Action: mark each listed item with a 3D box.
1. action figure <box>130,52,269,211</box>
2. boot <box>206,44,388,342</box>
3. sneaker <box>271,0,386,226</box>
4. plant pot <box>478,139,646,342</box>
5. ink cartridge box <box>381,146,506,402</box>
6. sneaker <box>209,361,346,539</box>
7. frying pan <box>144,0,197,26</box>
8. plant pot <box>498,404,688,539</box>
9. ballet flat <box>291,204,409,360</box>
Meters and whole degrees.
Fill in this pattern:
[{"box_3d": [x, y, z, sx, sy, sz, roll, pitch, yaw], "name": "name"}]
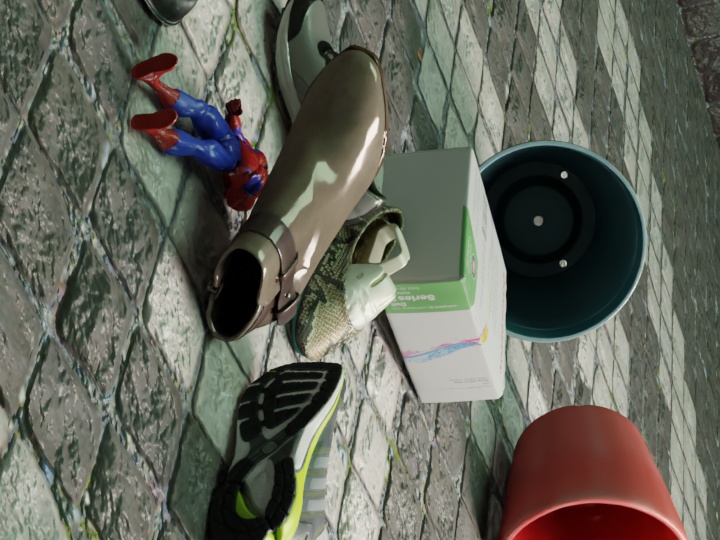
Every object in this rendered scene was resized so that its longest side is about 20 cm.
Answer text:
[{"box_3d": [-0.099, -0.088, 1.335, 0.200, 0.051, 0.066, 43, 38, -64], "name": "action figure"}, {"box_3d": [-0.047, -0.045, 1.312, 0.146, 0.070, 0.201, -49, 159, -51], "name": "boot"}, {"box_3d": [-0.022, -0.132, 1.527, 0.074, 0.079, 0.202, 4, 76, -69], "name": "sneaker"}, {"box_3d": [0.186, -0.042, 1.936, 0.188, 0.199, 0.201, -77, 154, -81], "name": "plant pot"}, {"box_3d": [0.077, 0.008, 1.695, 0.200, 0.087, 0.146, 66, 24, -52], "name": "ink cartridge box"}, {"box_3d": [-0.053, 0.144, 1.333, 0.201, 0.073, 0.081, -68, 150, -45], "name": "sneaker"}, {"box_3d": [-0.150, -0.257, 1.302, 0.191, 0.031, 0.115, 66, 22, -43], "name": "frying pan"}, {"box_3d": [0.233, 0.247, 1.929, 0.178, 0.199, 0.201, -89, 160, -53], "name": "plant pot"}, {"box_3d": [0.000, 0.000, 1.527, 0.200, 0.075, 0.068, -69, 147, -56], "name": "ballet flat"}]
